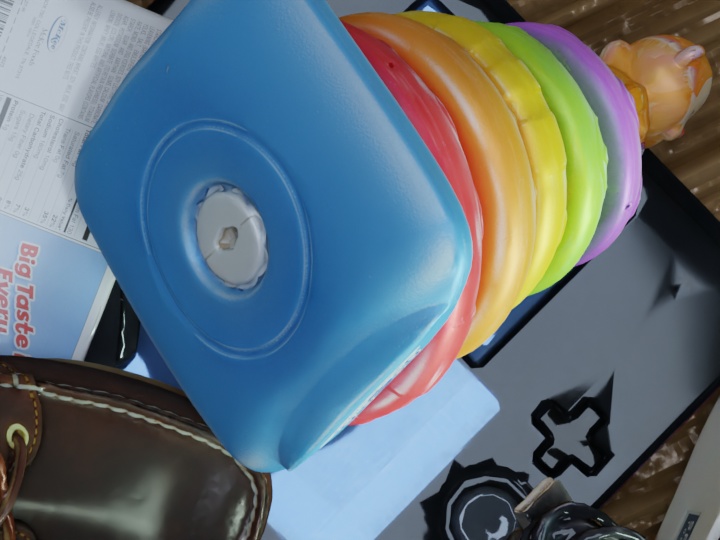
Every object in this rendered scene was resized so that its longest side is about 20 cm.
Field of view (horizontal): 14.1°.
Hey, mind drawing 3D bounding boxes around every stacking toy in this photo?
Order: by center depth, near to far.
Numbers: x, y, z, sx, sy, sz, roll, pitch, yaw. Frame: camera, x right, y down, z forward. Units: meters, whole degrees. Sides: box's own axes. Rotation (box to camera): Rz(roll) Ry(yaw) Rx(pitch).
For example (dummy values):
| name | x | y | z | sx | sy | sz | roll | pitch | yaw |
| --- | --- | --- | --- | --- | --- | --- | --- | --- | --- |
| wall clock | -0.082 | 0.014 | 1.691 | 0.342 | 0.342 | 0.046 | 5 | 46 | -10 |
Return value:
| name | x | y | z | sx | sy | sz | roll | pitch | yaw |
| --- | --- | --- | --- | --- | --- | --- | --- | --- | --- |
| stacking toy | 0.033 | -0.030 | 0.794 | 0.200 | 0.116 | 0.110 | -19 | 70 | -45 |

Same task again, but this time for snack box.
| name | x | y | z | sx | sy | sz | roll | pitch | yaw |
| --- | --- | --- | --- | --- | --- | --- | --- | --- | --- |
| snack box | -0.111 | 0.016 | 0.796 | 0.072 | 0.024 | 0.201 | 21 | 89 | -12 |

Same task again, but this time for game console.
| name | x | y | z | sx | sy | sz | roll | pitch | yaw |
| --- | --- | --- | --- | --- | --- | --- | --- | --- | --- |
| game console | 0.000 | 0.000 | 0.862 | 0.177 | 0.031 | 0.200 | -44 | 90 | -3 |

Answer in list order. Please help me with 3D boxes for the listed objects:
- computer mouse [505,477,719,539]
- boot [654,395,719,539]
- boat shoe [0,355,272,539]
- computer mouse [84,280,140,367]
| name | x | y | z | sx | sy | sz | roll | pitch | yaw |
| --- | --- | --- | --- | --- | --- | --- | --- | --- | --- |
| computer mouse | 0.146 | 0.074 | 0.797 | 0.200 | 0.053 | 0.139 | -33 | 101 | -2 |
| boot | 0.116 | 0.124 | 0.841 | 0.090 | 0.073 | 0.201 | 28 | 91 | -10 |
| boat shoe | -0.117 | 0.055 | 0.750 | 0.199 | 0.070 | 0.071 | 6 | 92 | -15 |
| computer mouse | -0.088 | 0.038 | 0.826 | 0.058 | 0.034 | 0.201 | -1 | 87 | -4 |
